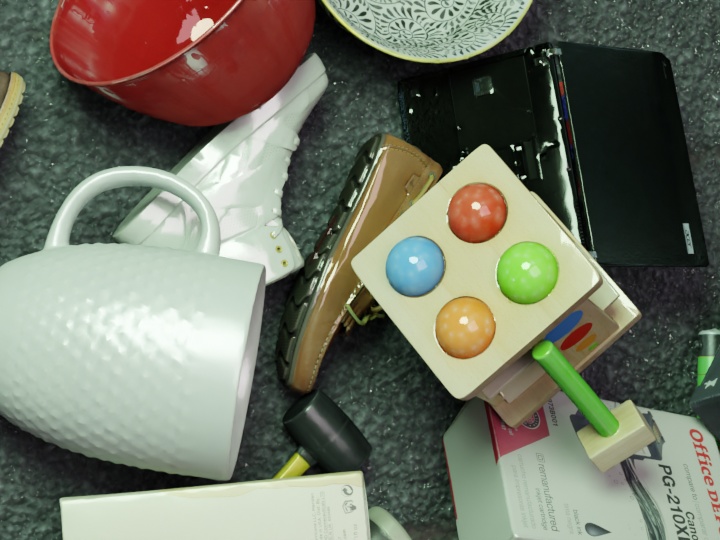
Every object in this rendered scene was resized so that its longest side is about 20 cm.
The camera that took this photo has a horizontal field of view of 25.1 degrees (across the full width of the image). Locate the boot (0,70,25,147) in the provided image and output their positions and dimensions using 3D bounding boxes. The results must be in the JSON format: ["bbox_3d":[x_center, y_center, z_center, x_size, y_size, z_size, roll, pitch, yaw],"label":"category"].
[{"bbox_3d":[-0.337,-0.091,1.073,0.166,0.072,0.200,37,75,-15],"label":"boot"}]

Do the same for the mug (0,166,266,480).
[{"bbox_3d":[-0.157,0.029,1.084,0.175,0.148,0.201,9,82,0],"label":"mug"}]

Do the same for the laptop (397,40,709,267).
[{"bbox_3d":[0.147,-0.075,1.246,0.199,0.103,0.178,-13,76,18],"label":"laptop"}]

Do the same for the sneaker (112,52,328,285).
[{"bbox_3d":[-0.072,-0.056,1.180,0.116,0.074,0.200,46,79,-12],"label":"sneaker"}]

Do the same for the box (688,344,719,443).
[{"bbox_3d":[0.388,0.097,1.274,0.200,0.117,0.197,49,50,-16],"label":"box"}]

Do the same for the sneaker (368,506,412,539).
[{"bbox_3d":[0.028,0.282,1.174,0.106,0.075,0.200,-36,87,-17],"label":"sneaker"}]

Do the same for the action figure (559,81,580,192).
[{"bbox_3d":[0.152,-0.088,1.284,0.065,0.052,0.200,36,69,-8],"label":"action figure"}]

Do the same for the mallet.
[{"bbox_3d":[-0.070,0.181,1.166,0.066,0.041,0.200,41,75,-14],"label":"mallet"}]

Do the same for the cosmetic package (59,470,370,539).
[{"bbox_3d":[-0.098,0.181,1.090,0.199,0.104,0.073,-3,81,-8],"label":"cosmetic package"}]

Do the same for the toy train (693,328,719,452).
[{"bbox_3d":[0.297,0.139,1.313,0.056,0.042,0.201,4,81,-10],"label":"toy train"}]

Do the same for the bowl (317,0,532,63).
[{"bbox_3d":[0.030,-0.245,1.230,0.200,0.094,0.201,3,82,-21],"label":"bowl"}]

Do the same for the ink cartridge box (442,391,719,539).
[{"bbox_3d":[0.175,0.173,1.201,0.199,0.084,0.145,11,44,-20],"label":"ink cartridge box"}]

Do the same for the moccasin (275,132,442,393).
[{"bbox_3d":[-0.001,0.000,1.194,0.078,0.074,0.202,29,75,-14],"label":"moccasin"}]

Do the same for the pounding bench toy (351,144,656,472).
[{"bbox_3d":[0.114,0.039,1.093,0.124,0.156,0.200,-42,68,7],"label":"pounding bench toy"}]

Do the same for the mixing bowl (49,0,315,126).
[{"bbox_3d":[-0.107,-0.175,1.132,0.108,0.200,0.200,47,66,-40],"label":"mixing bowl"}]
